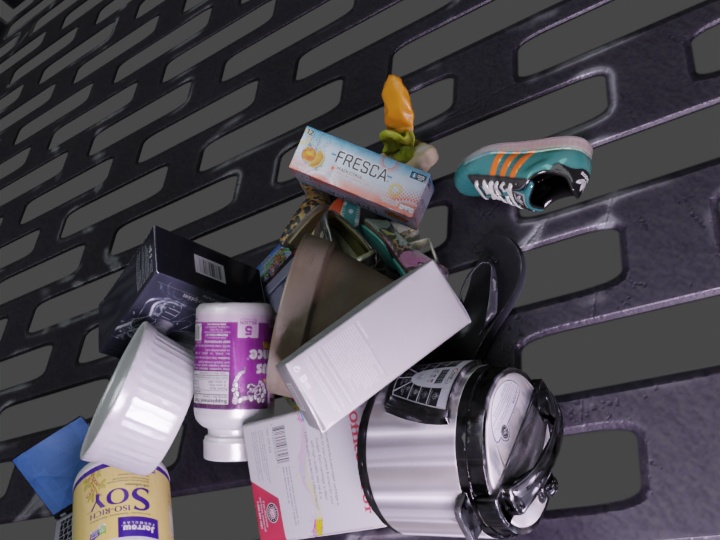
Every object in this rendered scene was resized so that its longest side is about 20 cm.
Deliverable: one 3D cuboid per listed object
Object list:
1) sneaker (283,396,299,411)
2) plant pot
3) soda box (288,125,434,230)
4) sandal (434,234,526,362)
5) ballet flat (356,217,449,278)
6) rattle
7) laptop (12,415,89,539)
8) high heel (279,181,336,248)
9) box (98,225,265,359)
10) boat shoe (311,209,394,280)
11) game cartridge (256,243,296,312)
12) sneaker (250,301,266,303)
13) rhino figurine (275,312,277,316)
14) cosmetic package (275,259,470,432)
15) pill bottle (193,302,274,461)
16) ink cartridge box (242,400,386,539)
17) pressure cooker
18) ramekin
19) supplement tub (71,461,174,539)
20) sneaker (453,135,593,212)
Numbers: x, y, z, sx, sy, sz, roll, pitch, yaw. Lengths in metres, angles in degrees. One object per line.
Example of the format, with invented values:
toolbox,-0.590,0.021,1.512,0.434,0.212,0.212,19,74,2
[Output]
sneaker,-0.071,0.169,1.096,0.079,0.090,0.199,-49,42,-1
plant pot,-0.010,0.072,1.007,0.169,0.201,0.204,13,64,4
soda box,0.002,-0.130,1.131,0.196,0.064,0.070,24,82,15
sandal,0.151,0.044,1.014,0.075,0.043,0.204,9,69,45
ballet flat,0.065,-0.027,1.133,0.070,0.070,0.200,-33,38,-6
rattle,0.009,-0.168,1.186,0.197,0.145,0.130,-29,40,-12
laptop,-0.475,0.380,1.302,0.185,0.115,0.203,-31,45,24
high heel,-0.093,-0.096,1.264,0.140,0.073,0.199,18,40,34
box,-0.277,0.061,1.254,0.182,0.197,0.105,-47,39,26
boat shoe,0.000,-0.001,1.110,0.071,0.067,0.201,-27,63,-30
game cartridge,-0.113,0.007,1.295,0.200,0.038,0.130,-45,45,8
sneaker,-0.167,0.146,1.205,0.079,0.073,0.205,28,104,41
rhino figurine,-0.062,0.057,1.191,0.199,0.059,0.089,-37,46,19
cosmetic package,0.011,0.080,0.875,0.197,0.091,0.107,-31,-1,-13
pill bottle,-0.168,0.148,1.084,0.110,0.111,0.206,-4,84,40
ink cartridge box,-0.039,0.241,0.984,0.196,0.085,0.152,-17,77,31
pressure cooker,0.117,0.188,0.849,0.196,0.177,0.181,-10,70,37
ramekin,-0.303,0.184,1.130,0.202,0.096,0.202,-53,20,29
supplement tub,-0.338,0.381,1.152,0.144,0.145,0.202,-36,43,16
sneaker,0.204,-0.118,1.058,0.196,0.071,0.081,-8,52,38
